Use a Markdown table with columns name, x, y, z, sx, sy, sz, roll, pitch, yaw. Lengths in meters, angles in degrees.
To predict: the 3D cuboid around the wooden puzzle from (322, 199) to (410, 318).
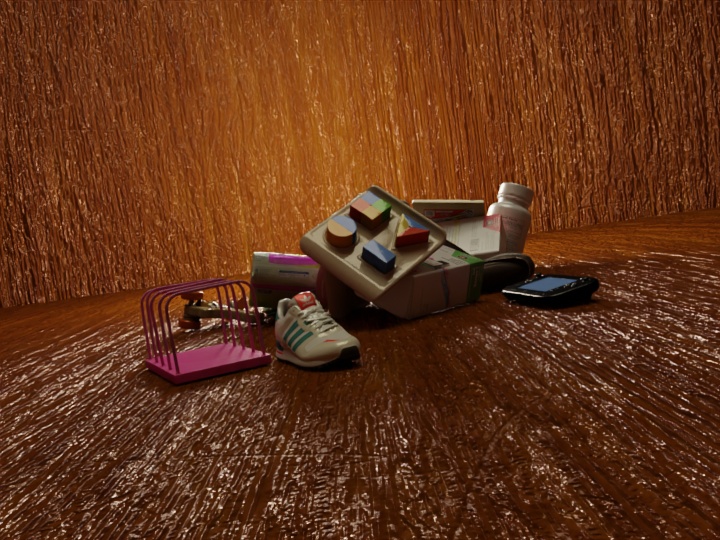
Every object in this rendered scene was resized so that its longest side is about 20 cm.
| name | x | y | z | sx | sy | sz | roll | pitch | yaw |
| --- | --- | --- | --- | --- | --- | --- | --- | --- | --- |
| wooden puzzle | 0.012 | -0.023 | 1.453 | 0.200 | 0.186 | 0.037 | -32 | 50 | -25 |

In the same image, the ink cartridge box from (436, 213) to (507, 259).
| name | x | y | z | sx | sy | sz | roll | pitch | yaw |
| --- | --- | --- | --- | --- | --- | --- | --- | --- | --- |
| ink cartridge box | 0.250 | -0.052 | 1.882 | 0.199 | 0.084 | 0.146 | -6 | 42 | 19 |

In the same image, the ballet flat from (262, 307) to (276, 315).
| name | x | y | z | sx | sy | sz | roll | pitch | yaw |
| --- | --- | --- | --- | --- | --- | --- | --- | --- | --- |
| ballet flat | -0.158 | 0.053 | 1.768 | 0.074 | 0.075 | 0.200 | -5 | 5 | 33 |

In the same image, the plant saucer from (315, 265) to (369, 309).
| name | x | y | z | sx | sy | sz | roll | pitch | yaw |
| --- | --- | --- | --- | --- | --- | --- | --- | --- | --- |
| plant saucer | 0.000 | 0.000 | 1.528 | 0.051 | 0.201 | 0.200 | 34 | 30 | 33 |

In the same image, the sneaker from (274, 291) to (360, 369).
| name | x | y | z | sx | sy | sz | roll | pitch | yaw |
| --- | --- | --- | --- | --- | --- | --- | --- | --- | --- |
| sneaker | -0.069 | 0.079 | 1.057 | 0.070 | 0.094 | 0.200 | -10 | 4 | -28 |

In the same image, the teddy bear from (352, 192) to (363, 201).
| name | x | y | z | sx | sy | sz | roll | pitch | yaw |
| --- | --- | --- | --- | --- | --- | --- | --- | --- | --- |
| teddy bear | -0.017 | -0.070 | 1.609 | 0.066 | 0.146 | 0.200 | 1 | -19 | -4 |

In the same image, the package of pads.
| name | x | y | z | sx | sy | sz | roll | pitch | yaw |
| --- | --- | --- | --- | --- | --- | --- | --- | --- | --- |
| package of pads | -0.150 | 0.024 | 1.593 | 0.154 | 0.069 | 0.200 | 4 | -19 | -10 |

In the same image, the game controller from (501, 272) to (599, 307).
| name | x | y | z | sx | sy | sz | roll | pitch | yaw |
| --- | --- | --- | --- | --- | --- | --- | --- | --- | --- |
| game controller | 0.321 | 0.031 | 1.322 | 0.104 | 0.042 | 0.200 | -9 | 4 | -13 |

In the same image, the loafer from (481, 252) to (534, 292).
| name | x | y | z | sx | sy | sz | roll | pitch | yaw |
| --- | --- | --- | --- | --- | --- | --- | --- | --- | --- |
| loafer | 0.254 | 0.016 | 1.560 | 0.199 | 0.073 | 0.071 | -12 | 14 | 10 |

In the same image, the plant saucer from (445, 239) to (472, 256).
| name | x | y | z | sx | sy | sz | roll | pitch | yaw |
| --- | --- | --- | --- | --- | --- | --- | --- | --- | --- |
| plant saucer | 0.206 | -0.024 | 1.695 | 0.200 | 0.032 | 0.200 | 33 | -3 | 2 |

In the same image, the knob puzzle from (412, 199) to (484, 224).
| name | x | y | z | sx | sy | sz | roll | pitch | yaw |
| --- | --- | --- | --- | --- | --- | --- | --- | --- | --- |
| knob puzzle | 0.227 | -0.110 | 1.958 | 0.219 | 0.220 | 0.031 | -7 | 47 | 17 |

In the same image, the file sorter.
| name | x | y | z | sx | sy | sz | roll | pitch | yaw |
| --- | --- | --- | --- | --- | --- | --- | --- | --- | --- |
| file sorter | -0.238 | 0.080 | 1.139 | 0.138 | 0.126 | 0.200 | -10 | 5 | -26 |

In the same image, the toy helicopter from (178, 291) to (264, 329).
| name | x | y | z | sx | sy | sz | roll | pitch | yaw |
| --- | --- | --- | --- | --- | --- | --- | --- | --- | --- |
| toy helicopter | -0.280 | 0.090 | 1.627 | 0.199 | 0.079 | 0.132 | 7 | 2 | 31 |

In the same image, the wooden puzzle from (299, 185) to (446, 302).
| name | x | y | z | sx | sy | sz | roll | pitch | yaw |
| --- | --- | --- | --- | --- | --- | --- | --- | --- | --- |
| wooden puzzle | 0.023 | -0.060 | 1.334 | 0.185 | 0.046 | 0.200 | 36 | 58 | 23 |

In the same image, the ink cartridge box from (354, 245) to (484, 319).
| name | x | y | z | sx | sy | sz | roll | pitch | yaw |
| --- | --- | --- | --- | --- | --- | --- | --- | --- | --- |
| ink cartridge box | 0.109 | 0.012 | 1.425 | 0.199 | 0.084 | 0.145 | -11 | 25 | -42 |

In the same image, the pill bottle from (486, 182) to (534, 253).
| name | x | y | z | sx | sy | sz | roll | pitch | yaw |
| --- | --- | --- | --- | --- | --- | --- | --- | --- | --- |
| pill bottle | 0.378 | -0.117 | 1.987 | 0.114 | 0.201 | 0.114 | 17 | -5 | 2 |
